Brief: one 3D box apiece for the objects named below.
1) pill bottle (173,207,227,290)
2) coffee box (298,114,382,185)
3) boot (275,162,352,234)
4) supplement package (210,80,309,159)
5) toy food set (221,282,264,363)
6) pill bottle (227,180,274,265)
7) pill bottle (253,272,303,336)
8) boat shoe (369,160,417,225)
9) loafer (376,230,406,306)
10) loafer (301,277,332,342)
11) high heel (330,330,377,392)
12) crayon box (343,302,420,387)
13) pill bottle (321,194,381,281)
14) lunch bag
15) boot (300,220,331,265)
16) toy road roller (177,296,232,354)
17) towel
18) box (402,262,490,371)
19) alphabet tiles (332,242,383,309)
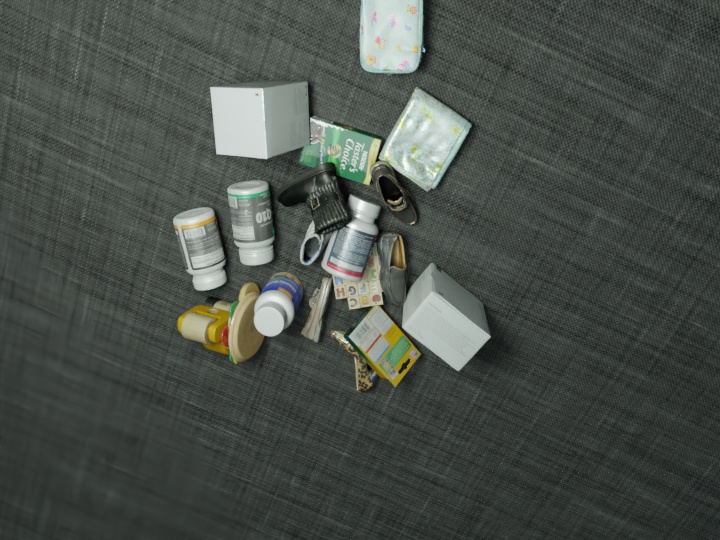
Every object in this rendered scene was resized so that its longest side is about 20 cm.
[{"bbox_3d":[-0.431,-0.059,1.611,0.113,0.117,0.206,-6,111,8],"label":"pill bottle"},{"bbox_3d":[-0.051,-0.308,1.514,0.195,0.044,0.126,18,112,-1],"label":"coffee box"},{"bbox_3d":[-0.123,-0.162,1.505,0.208,0.078,0.162,-22,83,38],"label":"boot"},{"bbox_3d":[-0.232,-0.365,1.408,0.147,0.200,0.156,9,113,24],"label":"supplement package"},{"bbox_3d":[-0.318,0.153,1.638,0.047,0.200,0.204,11,133,18],"label":"toy food set"},{"bbox_3d":[-0.286,-0.127,1.571,0.109,0.114,0.206,-1,111,6],"label":"pill bottle"},{"bbox_3d":[-0.224,0.093,1.600,0.108,0.201,0.115,2,112,5],"label":"pill bottle"},{"bbox_3d":[0.085,-0.184,1.512,0.073,0.074,0.201,-29,124,19],"label":"boat shoe"},{"bbox_3d":[0.091,-0.003,1.572,0.071,0.072,0.206,-18,101,-31],"label":"loafer"},{"bbox_3d":[-0.126,0.109,1.669,0.061,0.072,0.205,16,115,7],"label":"loafer"},{"bbox_3d":[-0.030,0.267,1.712,0.197,0.072,0.144,31,106,-15],"label":"high heel"},{"bbox_3d":[0.061,0.209,1.660,0.201,0.051,0.126,48,70,-12],"label":"crayon box"},{"bbox_3d":[-0.019,-0.086,1.548,0.117,0.120,0.205,19,101,-2],"label":"pill bottle"},{"bbox_3d":[0.076,-0.563,1.387,0.155,0.077,0.206,2,111,4],"label":"lunch bag"},{"bbox_3d":[-0.101,-0.107,1.567,0.072,0.096,0.204,24,111,-4],"label":"boot"},{"bbox_3d":[-0.407,0.173,1.650,0.120,0.200,0.150,11,110,19],"label":"toy road roller"},{"bbox_3d":[0.160,-0.323,1.485,0.168,0.048,0.203,30,111,-6],"label":"towel"},{"bbox_3d":[0.223,0.117,1.562,0.198,0.200,0.131,37,111,-9],"label":"box"},{"bbox_3d":[0.000,0.000,1.622,0.161,0.006,0.206,-8,97,9],"label":"alphabet tiles"}]
